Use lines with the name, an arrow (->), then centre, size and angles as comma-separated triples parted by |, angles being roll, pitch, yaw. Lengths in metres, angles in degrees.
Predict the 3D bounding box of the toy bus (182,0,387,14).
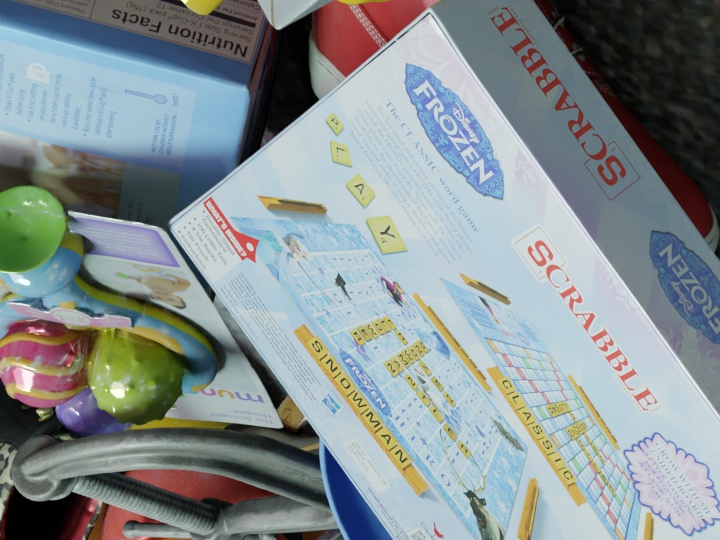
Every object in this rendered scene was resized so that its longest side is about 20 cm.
toy bus -> -0.049, -0.181, 0.898 | 0.136, 0.192, 0.200 | -38, 80, 35

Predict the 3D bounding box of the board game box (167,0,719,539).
board game box -> 0.045, 0.021, 0.986 | 0.200, 0.041, 0.199 | 54, 145, -1

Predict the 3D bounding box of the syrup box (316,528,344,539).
syrup box -> 0.047, 0.202, 1.262 | 0.200, 0.081, 0.079 | 59, 155, -13

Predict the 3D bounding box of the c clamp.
c clamp -> -0.074, 0.096, 1.210 | 0.170, 0.027, 0.200 | -4, 163, 25

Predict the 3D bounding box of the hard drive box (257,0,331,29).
hard drive box -> 0.029, -0.182, 0.784 | 0.156, 0.200, 0.077 | 60, 154, -1

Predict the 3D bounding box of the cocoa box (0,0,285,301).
cocoa box -> -0.103, -0.079, 1.151 | 0.133, 0.131, 0.200 | 14, 146, -1

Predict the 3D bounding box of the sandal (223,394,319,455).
sandal -> 0.000, 0.069, 1.260 | 0.200, 0.082, 0.055 | -4, 74, 63

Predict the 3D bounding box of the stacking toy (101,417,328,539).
stacking toy -> -0.081, 0.098, 1.389 | 0.146, 0.146, 0.200 | 129, 124, -63

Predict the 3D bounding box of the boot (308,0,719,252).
boot -> 0.050, -0.087, 1.001 | 0.200, 0.072, 0.145 | 40, 144, 36

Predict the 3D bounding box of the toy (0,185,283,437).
toy -> -0.110, 0.033, 1.146 | 0.115, 0.047, 0.200 | 8, 154, 16

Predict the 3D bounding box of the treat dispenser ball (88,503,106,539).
treat dispenser ball -> -0.172, 0.192, 1.534 | 0.201, 0.201, 0.201 | 42, 149, 33

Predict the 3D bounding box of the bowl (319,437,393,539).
bowl -> 0.077, 0.095, 1.108 | 0.200, 0.039, 0.201 | 24, 139, 23

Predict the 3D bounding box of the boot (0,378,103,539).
boot -> -0.160, 0.045, 1.406 | 0.154, 0.073, 0.204 | 26, 95, 56
